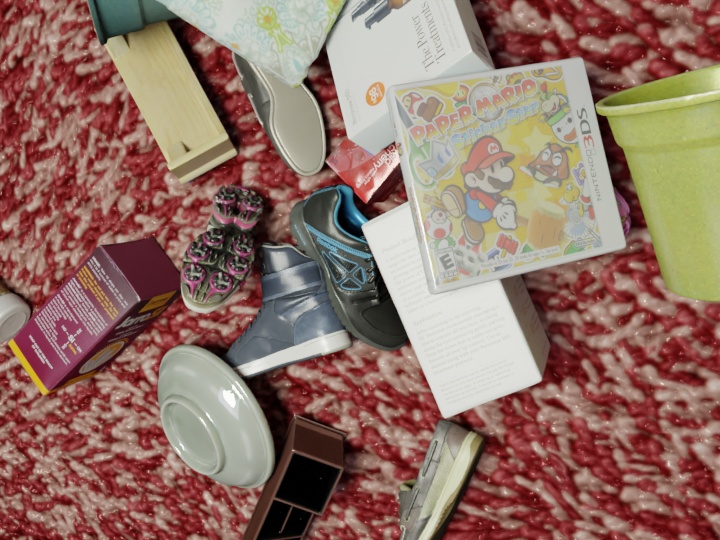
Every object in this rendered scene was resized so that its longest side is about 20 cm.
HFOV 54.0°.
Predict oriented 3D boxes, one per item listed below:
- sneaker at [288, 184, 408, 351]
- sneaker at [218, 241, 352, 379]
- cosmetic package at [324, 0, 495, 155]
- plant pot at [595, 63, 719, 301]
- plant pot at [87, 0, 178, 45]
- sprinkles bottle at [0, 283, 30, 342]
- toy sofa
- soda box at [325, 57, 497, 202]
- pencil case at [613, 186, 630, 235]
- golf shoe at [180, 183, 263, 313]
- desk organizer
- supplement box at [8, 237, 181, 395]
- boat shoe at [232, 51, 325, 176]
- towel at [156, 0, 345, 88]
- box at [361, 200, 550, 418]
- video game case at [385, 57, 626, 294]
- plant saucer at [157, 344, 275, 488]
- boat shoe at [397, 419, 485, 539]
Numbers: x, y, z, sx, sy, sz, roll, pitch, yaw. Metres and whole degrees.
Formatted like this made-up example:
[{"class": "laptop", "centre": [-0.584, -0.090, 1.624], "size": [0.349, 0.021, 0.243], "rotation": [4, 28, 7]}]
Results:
[{"class": "sneaker", "centre": [0.000, 0.000, 0.779], "size": [0.081, 0.073, 0.201], "rotation": [-28, 101, 41]}, {"class": "sneaker", "centre": [-0.114, 0.048, 0.845], "size": [0.200, 0.077, 0.149], "rotation": [-20, 85, 24]}, {"class": "cosmetic package", "centre": [0.037, -0.243, 0.716], "size": [0.150, 0.051, 0.203], "rotation": [-31, 59, 31]}, {"class": "plant pot", "centre": [0.327, -0.081, 0.631], "size": [0.197, 0.200, 0.187], "rotation": [-10, 105, 19]}, {"class": "plant pot", "centre": [-0.199, -0.356, 0.745], "size": [0.193, 0.200, 0.204], "rotation": [-12, 93, -14]}, {"class": "sprinkles bottle", "centre": [-0.560, 0.017, 0.997], "size": [0.199, 0.068, 0.069], "rotation": [37, 106, 11]}, {"class": "toy sofa", "centre": [-0.232, -0.212, 0.859], "size": [0.082, 0.098, 0.202], "rotation": [-29, 86, -5]}, {"class": "soda box", "centre": [0.055, -0.169, 0.766], "size": [0.070, 0.063, 0.200], "rotation": [45, 108, 10]}, {"class": "pencil case", "centre": [0.191, -0.108, 0.719], "size": [0.082, 0.087, 0.202], "rotation": [-30, 86, -20]}, {"class": "golf shoe", "centre": [-0.155, -0.010, 0.797], "size": [0.071, 0.201, 0.093], "rotation": [18, 125, -6]}, {"class": "desk organizer", "centre": [-0.086, 0.288, 0.851], "size": [0.071, 0.077, 0.203], "rotation": [21, 104, -8]}, {"class": "supplement box", "centre": [-0.333, 0.056, 0.902], "size": [0.199, 0.110, 0.086], "rotation": [-41, 84, 19]}, {"class": "boat shoe", "centre": [-0.096, -0.203, 0.826], "size": [0.066, 0.057, 0.203], "rotation": [-25, 92, -16]}, {"class": "towel", "centre": [-0.083, -0.309, 0.689], "size": [0.170, 0.048, 0.202], "rotation": [26, 99, -30]}, {"class": "box", "centre": [0.104, 0.020, 0.725], "size": [0.105, 0.152, 0.203], "rotation": [-24, 88, 19]}, {"class": "video game case", "centre": [0.134, -0.089, 0.638], "size": [0.197, 0.023, 0.185], "rotation": [-12, 88, -15]}, {"class": "plant saucer", "centre": [-0.191, 0.189, 0.858], "size": [0.198, 0.050, 0.203], "rotation": [20, 125, 32]}, {"class": "boat shoe", "centre": [0.076, 0.263, 0.812], "size": [0.065, 0.071, 0.203], "rotation": [31, 105, 23]}]
